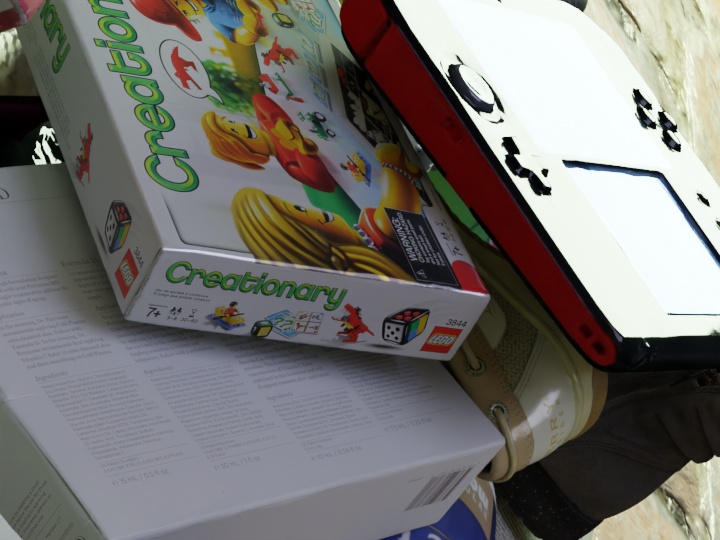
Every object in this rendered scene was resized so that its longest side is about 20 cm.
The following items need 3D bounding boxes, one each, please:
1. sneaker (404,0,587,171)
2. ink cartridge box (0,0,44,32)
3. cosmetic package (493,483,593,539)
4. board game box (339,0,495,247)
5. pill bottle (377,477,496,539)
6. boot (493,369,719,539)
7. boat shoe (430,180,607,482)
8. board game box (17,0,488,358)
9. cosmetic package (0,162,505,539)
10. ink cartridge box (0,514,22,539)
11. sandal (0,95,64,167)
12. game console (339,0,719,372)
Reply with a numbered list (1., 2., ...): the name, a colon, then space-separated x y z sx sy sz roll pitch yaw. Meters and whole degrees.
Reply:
1. sneaker: 0.022 -0.081 1.108 0.200 0.066 0.091 -18 87 -26
2. ink cartridge box: -0.144 -0.170 0.775 0.145 0.145 0.200 57 41 -24
3. cosmetic package: 0.053 0.098 1.125 0.104 0.073 0.200 61 25 -18
4. board game box: 0.030 -0.062 1.158 0.048 0.101 0.201 79 6 -57
5. pill bottle: -0.008 0.115 0.928 0.116 0.115 0.200 54 28 -32
6. boot: 0.081 0.014 1.022 0.200 0.131 0.070 46 31 -20
7. boat shoe: 0.000 0.002 0.925 0.201 0.073 0.063 42 46 21
8. board game box: -0.048 -0.056 0.860 0.126 0.035 0.200 8 39 -33
9. cosmetic package: -0.065 0.031 0.823 0.200 0.052 0.151 -8 54 -50
10. ink cartridge box: -0.157 0.143 0.544 0.146 0.146 0.200 54 27 -31
11. sandal: -0.119 -0.034 0.890 0.200 0.048 0.076 26 48 -58
12. game console: 0.086 -0.037 0.919 0.177 0.031 0.200 53 24 21
